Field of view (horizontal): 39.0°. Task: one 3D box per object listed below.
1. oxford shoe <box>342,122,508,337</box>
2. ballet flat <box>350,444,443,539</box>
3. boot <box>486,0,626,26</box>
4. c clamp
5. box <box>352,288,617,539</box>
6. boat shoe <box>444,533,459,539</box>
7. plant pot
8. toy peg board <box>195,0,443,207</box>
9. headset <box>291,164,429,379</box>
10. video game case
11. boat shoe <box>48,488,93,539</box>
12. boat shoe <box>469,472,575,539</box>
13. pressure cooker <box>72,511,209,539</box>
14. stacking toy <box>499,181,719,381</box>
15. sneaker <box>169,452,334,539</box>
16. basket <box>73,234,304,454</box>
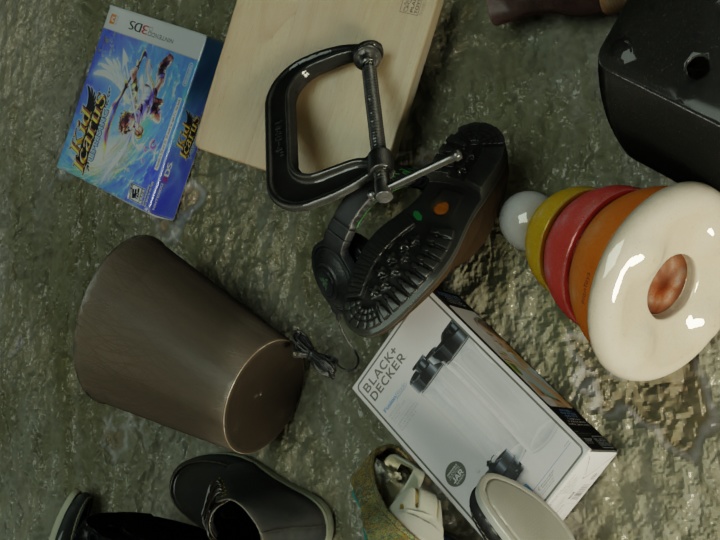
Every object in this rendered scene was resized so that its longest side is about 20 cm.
[{"bbox_3d":[0.063,-0.018,0.830,0.072,0.085,0.201,32,74,33],"label":"oxford shoe"},{"bbox_3d":[0.034,0.193,0.811,0.072,0.070,0.200,-65,13,7],"label":"ballet flat"},{"bbox_3d":[0.179,-0.310,0.842,0.164,0.072,0.205,0,85,34],"label":"boot"},{"bbox_3d":[-0.008,-0.126,0.861,0.169,0.027,0.203,-25,51,16],"label":"c clamp"},{"bbox_3d":[0.095,0.121,0.832,0.200,0.060,0.117,47,108,33],"label":"box"},{"bbox_3d":[0.072,0.259,0.816,0.197,0.072,0.074,10,87,37],"label":"boat shoe"},{"bbox_3d":[0.274,-0.145,0.680,0.199,0.176,0.202,37,103,33],"label":"plant pot"},{"bbox_3d":[-0.028,-0.181,0.974,0.196,0.098,0.204,19,93,21],"label":"toy peg board"},{"bbox_3d":[0.000,0.000,0.890,0.094,0.122,0.203,35,110,40],"label":"headset"},{"bbox_3d":[-0.248,-0.182,1.149,0.180,0.045,0.204,24,96,38],"label":"video game case"},{"bbox_3d":[-0.314,0.341,1.100,0.066,0.072,0.204,10,78,0],"label":"boat shoe"},{"bbox_3d":[0.144,0.234,0.736,0.200,0.074,0.060,44,123,-3],"label":"boat shoe"},{"bbox_3d":[-0.200,0.341,0.937,0.176,0.175,0.204,9,83,40],"label":"pressure cooker"},{"bbox_3d":[0.175,-0.021,0.778,0.199,0.144,0.148,36,103,51],"label":"stacking toy"},{"bbox_3d":[-0.129,0.215,0.950,0.197,0.105,0.076,8,86,36],"label":"sneaker"},{"bbox_3d":[-0.162,0.083,0.987,0.198,0.135,0.184,22,107,32],"label":"basket"}]
